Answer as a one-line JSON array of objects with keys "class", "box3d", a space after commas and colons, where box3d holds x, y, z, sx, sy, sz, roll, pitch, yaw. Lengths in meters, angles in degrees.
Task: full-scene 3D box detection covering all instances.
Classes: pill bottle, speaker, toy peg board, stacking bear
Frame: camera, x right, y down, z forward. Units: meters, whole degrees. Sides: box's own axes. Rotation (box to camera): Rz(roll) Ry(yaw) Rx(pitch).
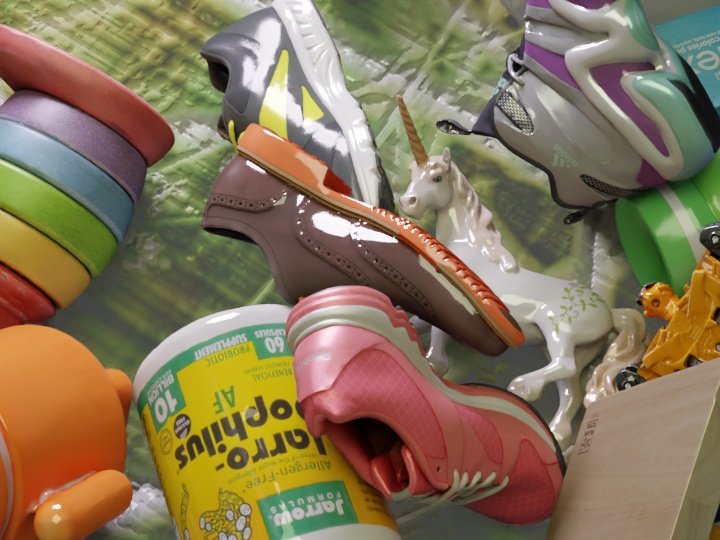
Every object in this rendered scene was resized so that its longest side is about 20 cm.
[{"class": "pill bottle", "box3d": [-0.042, 0.129, 1.066, 0.112, 0.113, 0.201, -18, 62, -5]}, {"class": "speaker", "box3d": [0.249, -0.047, 1.153, 0.199, 0.089, 0.089, -24, 63, -8]}, {"class": "toy peg board", "box3d": [0.153, 0.163, 0.983, 0.097, 0.200, 0.200, 22, 77, -8]}, {"class": "stacking bear", "box3d": [-0.200, -0.018, 1.164, 0.113, 0.122, 0.201, 22, 75, 26]}]

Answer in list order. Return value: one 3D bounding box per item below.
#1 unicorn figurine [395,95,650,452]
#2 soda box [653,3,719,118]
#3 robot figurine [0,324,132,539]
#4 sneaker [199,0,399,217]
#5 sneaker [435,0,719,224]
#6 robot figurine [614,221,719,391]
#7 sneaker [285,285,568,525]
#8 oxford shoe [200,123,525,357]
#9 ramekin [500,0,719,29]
[{"class": "unicorn figurine", "box3d": [0.072, 0.017, 1.148, 0.199, 0.074, 0.138, 28, 66, 0]}, {"class": "soda box", "box3d": [0.206, -0.109, 1.201, 0.199, 0.064, 0.068, -19, 62, -5]}, {"class": "robot figurine", "box3d": [-0.200, 0.094, 1.046, 0.116, 0.200, 0.144, -37, 81, 29]}, {"class": "sneaker", "box3d": [-0.037, -0.076, 1.206, 0.084, 0.075, 0.201, -22, 53, -1]}, {"class": "sneaker", "box3d": [0.096, -0.121, 1.118, 0.139, 0.078, 0.201, -27, 83, 23]}, {"class": "robot figurine", "box3d": [0.235, 0.062, 1.076, 0.199, 0.058, 0.146, 32, 109, 10]}, {"class": "sneaker", "box3d": [0.032, 0.094, 1.049, 0.074, 0.200, 0.087, -30, 38, 32]}, {"class": "oxford shoe", "box3d": [0.000, 0.000, 1.093, 0.200, 0.071, 0.073, 34, 88, 27]}, {"class": "ramekin", "box3d": [0.163, -0.229, 1.199, 0.201, 0.203, 0.095, -8, 46, 0]}]
